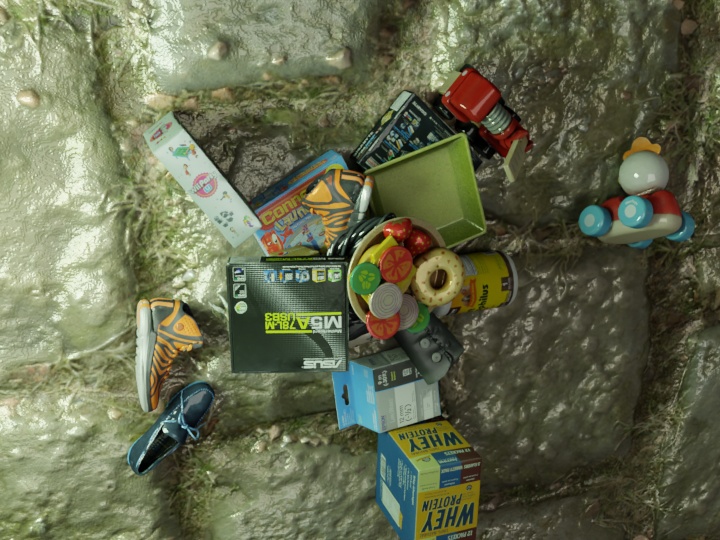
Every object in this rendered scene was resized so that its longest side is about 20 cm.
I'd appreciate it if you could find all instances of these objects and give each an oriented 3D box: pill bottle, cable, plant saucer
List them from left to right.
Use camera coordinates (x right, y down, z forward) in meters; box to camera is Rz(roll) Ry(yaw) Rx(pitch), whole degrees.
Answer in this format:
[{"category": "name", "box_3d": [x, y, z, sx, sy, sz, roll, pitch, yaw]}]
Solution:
[{"category": "cable", "box_3d": [0.014, -0.006, 1.461, 0.162, 0.051, 0.201, 10, 109, -12]}, {"category": "plant saucer", "box_3d": [0.109, -0.125, 1.542, 0.199, 0.048, 0.201, -23, 118, -10]}, {"category": "pill bottle", "box_3d": [0.190, 0.026, 1.652, 0.198, 0.109, 0.110, -7, 111, -19]}]

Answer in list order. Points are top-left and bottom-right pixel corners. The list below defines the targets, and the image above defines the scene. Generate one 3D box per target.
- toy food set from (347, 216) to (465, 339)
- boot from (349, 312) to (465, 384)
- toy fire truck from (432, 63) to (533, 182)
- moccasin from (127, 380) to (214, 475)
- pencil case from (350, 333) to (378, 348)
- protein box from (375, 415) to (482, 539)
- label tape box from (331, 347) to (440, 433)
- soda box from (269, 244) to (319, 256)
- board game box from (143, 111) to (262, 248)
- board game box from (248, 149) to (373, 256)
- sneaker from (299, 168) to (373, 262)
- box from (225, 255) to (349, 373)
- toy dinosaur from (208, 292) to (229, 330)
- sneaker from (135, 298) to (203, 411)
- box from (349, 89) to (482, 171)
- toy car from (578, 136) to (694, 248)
[{"category": "toy food set", "box_3d": [0.067, 0.013, 1.418, 0.198, 0.049, 0.200, -45, 122, -9]}, {"category": "boot", "box_3d": [0.072, 0.129, 1.572, 0.165, 0.066, 0.200, -41, 111, -3]}, {"category": "toy fire truck", "box_3d": [0.230, -0.250, 1.518, 0.176, 0.200, 0.129, 40, 91, -29]}, {"category": "moccasin", "box_3d": [-0.330, 0.290, 1.557, 0.080, 0.068, 0.200, 39, 91, -28]}, {"category": "pencil case", "box_3d": [-0.001, 0.106, 1.622, 0.199, 0.089, 0.078, -16, 85, -17]}, {"category": "protein box", "box_3d": [0.129, 0.415, 1.714, 0.134, 0.200, 0.200, -6, 111, -20]}, {"category": "label tape box", "box_3d": [0.052, 0.235, 1.696, 0.199, 0.066, 0.144, -14, 113, -19]}, {"category": "soda box", "box_3d": [-0.103, 0.064, 1.496, 0.067, 0.064, 0.202, -18, 113, -33]}, {"category": "board game box", "box_3d": [-0.251, -0.147, 1.390, 0.064, 0.148, 0.200, -39, 118, -2]}, {"category": "board game box", "box_3d": [-0.080, -0.076, 1.536, 0.199, 0.056, 0.197, -34, 118, -8]}, {"category": "sneaker", "box_3d": [-0.053, -0.086, 1.478, 0.111, 0.078, 0.201, 15, 118, -4]}, {"category": "box", "box_3d": [-0.117, 0.073, 1.428, 0.198, 0.048, 0.195, 0, 106, -2]}, {"category": "toy dinosaur", "box_3d": [-0.162, 0.093, 1.540, 0.198, 0.077, 0.103, -7, 133, -6]}, {"category": "sneaker", "box_3d": [-0.325, 0.147, 1.495, 0.111, 0.078, 0.202, 0, 109, -21]}, {"category": "box", "box_3d": [0.104, -0.200, 1.572, 0.200, 0.046, 0.159, 38, 92, -29]}, {"category": "toy car", "box_3d": [0.547, -0.162, 1.731, 0.183, 0.176, 0.202, 11, 75, -38]}]
